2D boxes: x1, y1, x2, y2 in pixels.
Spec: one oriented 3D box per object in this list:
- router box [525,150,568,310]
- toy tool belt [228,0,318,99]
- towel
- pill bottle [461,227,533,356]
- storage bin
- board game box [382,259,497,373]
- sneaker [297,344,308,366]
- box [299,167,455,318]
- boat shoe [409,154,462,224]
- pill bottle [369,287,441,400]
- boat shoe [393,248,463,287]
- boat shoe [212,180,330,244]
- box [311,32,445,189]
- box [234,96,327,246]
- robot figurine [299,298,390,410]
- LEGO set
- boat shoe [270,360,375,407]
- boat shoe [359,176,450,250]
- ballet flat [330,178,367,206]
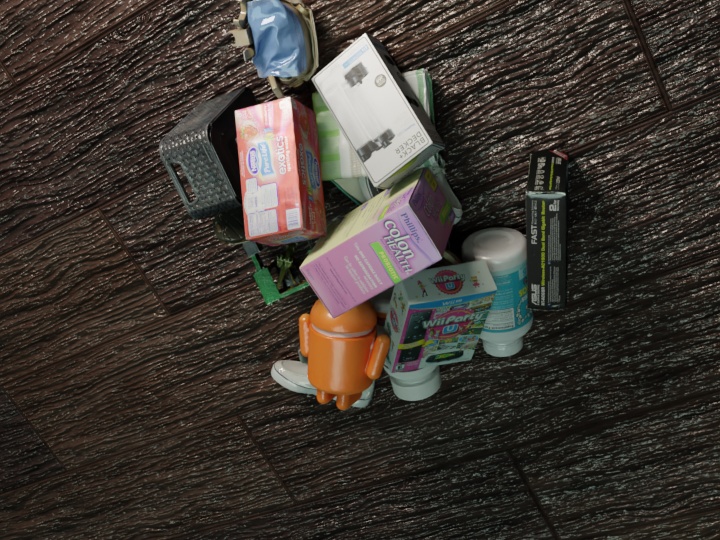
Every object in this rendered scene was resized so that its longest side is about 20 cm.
[{"bbox_3d":[0.290,-0.063,1.430,0.061,0.151,0.203,1,120,14],"label":"router box"},{"bbox_3d":[-0.135,-0.367,1.390,0.123,0.123,0.203,-9,116,20],"label":"toy tool belt"},{"bbox_3d":[0.019,-0.224,1.443,0.196,0.031,0.152,-6,86,21],"label":"towel"},{"bbox_3d":[0.229,0.040,1.532,0.109,0.111,0.203,-1,120,16],"label":"pill bottle"},{"bbox_3d":[-0.219,-0.189,1.472,0.092,0.201,0.137,-13,116,22],"label":"storage bin"},{"bbox_3d":[0.119,0.076,1.467,0.145,0.065,0.202,-9,144,-14],"label":"board game box"},{"bbox_3d":[-0.043,0.086,1.619,0.076,0.147,0.204,26,122,1],"label":"sneaker"},{"bbox_3d":[0.031,-0.044,1.404,0.198,0.176,0.097,-30,104,23],"label":"box"},{"bbox_3d":[0.102,-0.160,1.472,0.200,0.074,0.067,44,122,-11],"label":"boat shoe"},{"bbox_3d":[0.082,0.119,1.621,0.108,0.110,0.203,-4,118,18],"label":"pill bottle"},{"bbox_3d":[0.089,0.007,1.518,0.074,0.076,0.201,38,161,-26],"label":"boat shoe"},{"bbox_3d":[-0.147,-0.098,1.505,0.197,0.074,0.077,-21,81,-11],"label":"boat shoe"},{"bbox_3d":[0.026,-0.238,1.396,0.116,0.060,0.202,-33,79,20],"label":"box"},{"bbox_3d":[-0.121,-0.147,1.412,0.101,0.094,0.204,-10,81,20],"label":"box"},{"bbox_3d":[-0.028,0.122,1.513,0.115,0.144,0.204,-5,109,-22],"label":"robot figurine"},{"bbox_3d":[-0.131,-0.040,1.608,0.152,0.116,0.202,-33,95,10],"label":"LEGO set"},{"bbox_3d":[-0.068,0.197,1.736,0.197,0.072,0.067,18,119,4],"label":"boat shoe"},{"bbox_3d":[0.076,-0.098,1.505,0.201,0.072,0.068,53,161,-19],"label":"boat shoe"},{"bbox_3d":[-0.046,-0.181,1.515,0.199,0.070,0.070,37,123,-6],"label":"ballet flat"}]
